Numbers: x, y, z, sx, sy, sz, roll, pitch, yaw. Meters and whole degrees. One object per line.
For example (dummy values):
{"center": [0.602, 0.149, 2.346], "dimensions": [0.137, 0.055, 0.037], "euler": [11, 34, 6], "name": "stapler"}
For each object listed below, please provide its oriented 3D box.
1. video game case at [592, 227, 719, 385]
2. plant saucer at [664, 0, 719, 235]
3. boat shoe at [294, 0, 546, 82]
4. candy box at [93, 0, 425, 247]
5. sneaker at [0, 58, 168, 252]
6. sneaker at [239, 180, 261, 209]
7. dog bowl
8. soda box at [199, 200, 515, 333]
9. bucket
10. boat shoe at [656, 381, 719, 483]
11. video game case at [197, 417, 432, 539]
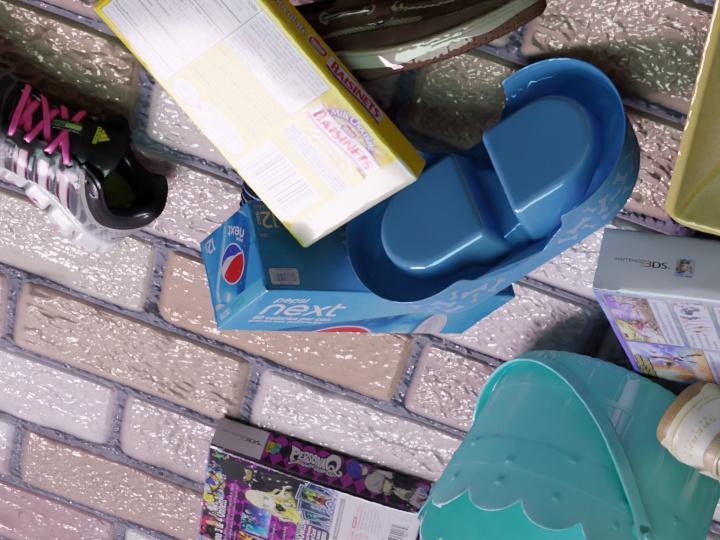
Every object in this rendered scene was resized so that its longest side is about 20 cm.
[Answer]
{"center": [0.253, 0.032, 1.440], "dimensions": [0.180, 0.046, 0.200], "euler": [6, 164, 17], "name": "video game case"}
{"center": [0.285, -0.085, 1.265], "dimensions": [0.199, 0.049, 0.201], "euler": [16, 140, 8], "name": "plant saucer"}
{"center": [0.010, -0.156, 1.367], "dimensions": [0.201, 0.075, 0.075], "euler": [-16, 100, 20], "name": "boat shoe"}
{"center": [-0.061, -0.112, 1.362], "dimensions": [0.102, 0.026, 0.200], "euler": [-31, 108, 34], "name": "candy box"}
{"center": [-0.204, -0.089, 1.546], "dimensions": [0.087, 0.074, 0.200], "euler": [-14, 135, 37], "name": "sneaker"}
{"center": [-0.049, -0.064, 1.516], "dimensions": [0.078, 0.070, 0.200], "euler": [48, 145, 1], "name": "sneaker"}
{"center": [0.086, -0.047, 1.405], "dimensions": [0.199, 0.112, 0.050], "euler": [-32, 144, 16], "name": "dog bowl"}
{"center": [0.000, 0.000, 1.483], "dimensions": [0.199, 0.065, 0.068], "euler": [3, 154, -35], "name": "soda box"}
{"center": [0.153, 0.158, 1.588], "dimensions": [0.206, 0.135, 0.207], "euler": [23, 156, 11], "name": "bucket"}
{"center": [0.278, 0.127, 1.521], "dimensions": [0.200, 0.063, 0.073], "euler": [24, 105, -47], "name": "boat shoe"}
{"center": [-0.043, 0.214, 1.858], "dimensions": [0.180, 0.036, 0.201], "euler": [17, 141, 5], "name": "video game case"}
